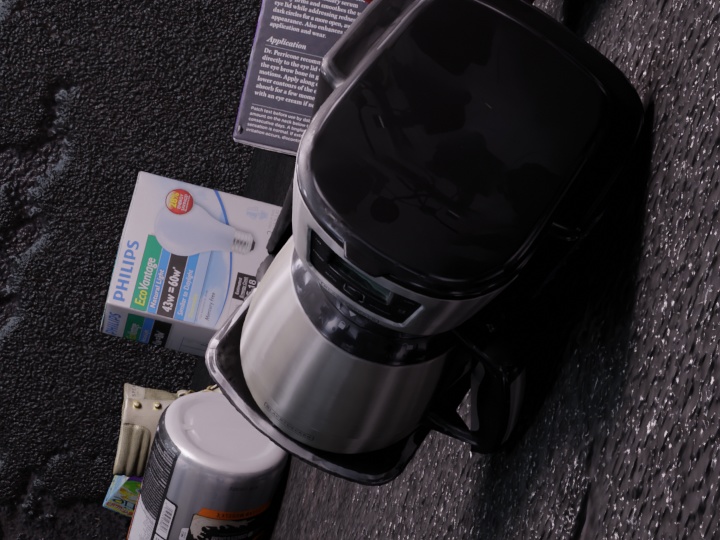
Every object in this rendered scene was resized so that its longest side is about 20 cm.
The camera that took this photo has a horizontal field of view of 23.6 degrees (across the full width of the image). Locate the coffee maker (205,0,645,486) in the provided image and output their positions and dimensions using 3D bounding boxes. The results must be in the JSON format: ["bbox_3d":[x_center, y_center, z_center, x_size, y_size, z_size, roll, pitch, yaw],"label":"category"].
[{"bbox_3d":[0.025,-0.033,0.728,0.200,0.135,0.192,118,165,-59],"label":"coffee maker"}]

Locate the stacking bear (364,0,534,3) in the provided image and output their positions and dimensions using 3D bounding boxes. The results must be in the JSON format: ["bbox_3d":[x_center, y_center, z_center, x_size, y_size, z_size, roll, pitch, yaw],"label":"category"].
[{"bbox_3d":[0.076,-0.208,0.777,0.121,0.114,0.200,-50,-3,-45],"label":"stacking bear"}]

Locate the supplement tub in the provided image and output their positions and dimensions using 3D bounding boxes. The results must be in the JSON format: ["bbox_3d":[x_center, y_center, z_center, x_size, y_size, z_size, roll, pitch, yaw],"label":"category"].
[{"bbox_3d":[-0.145,0.222,1.581,0.123,0.122,0.200,-88,14,-59],"label":"supplement tub"}]

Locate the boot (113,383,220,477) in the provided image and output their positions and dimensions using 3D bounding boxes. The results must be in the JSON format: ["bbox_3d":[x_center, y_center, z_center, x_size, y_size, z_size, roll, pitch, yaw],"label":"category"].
[{"bbox_3d":[-0.165,0.130,1.764,0.072,0.155,0.200,-132,56,-81],"label":"boot"}]

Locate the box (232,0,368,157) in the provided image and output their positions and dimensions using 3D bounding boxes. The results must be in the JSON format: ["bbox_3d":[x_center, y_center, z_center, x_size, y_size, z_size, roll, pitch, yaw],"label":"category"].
[{"bbox_3d":[-0.025,-0.188,1.406,0.148,0.104,0.200,-25,-53,-86],"label":"box"}]

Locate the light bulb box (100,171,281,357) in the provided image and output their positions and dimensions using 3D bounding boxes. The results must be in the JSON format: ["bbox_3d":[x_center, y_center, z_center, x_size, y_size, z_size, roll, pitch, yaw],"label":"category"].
[{"bbox_3d":[-0.223,-0.001,2.277,0.125,0.200,0.198,120,162,-66],"label":"light bulb box"}]

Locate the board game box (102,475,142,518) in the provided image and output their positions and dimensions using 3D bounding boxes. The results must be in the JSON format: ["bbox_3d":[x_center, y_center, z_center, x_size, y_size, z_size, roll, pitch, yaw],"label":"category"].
[{"bbox_3d":[-0.264,0.268,2.326,0.200,0.103,0.105,-46,22,60],"label":"board game box"}]
